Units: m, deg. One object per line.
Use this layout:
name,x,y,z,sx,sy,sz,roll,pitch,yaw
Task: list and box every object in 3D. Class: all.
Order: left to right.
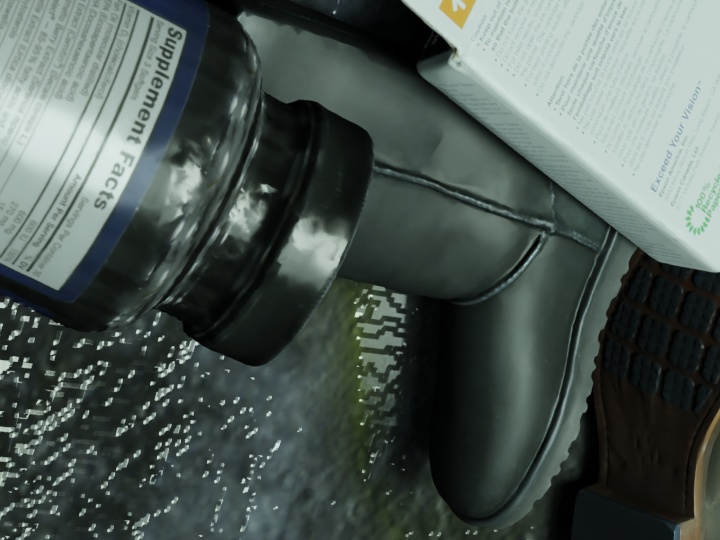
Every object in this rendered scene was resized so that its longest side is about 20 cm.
pill bottle,-0.102,-0.049,0.754,0.200,0.112,0.112,26,97,-18
boot,0.000,-0.001,0.891,0.200,0.066,0.165,16,94,-37
ink cartridge box,0.098,-0.132,0.874,0.200,0.041,0.200,37,72,-36
boot,0.148,0.050,1.010,0.097,0.075,0.200,-6,116,-47
